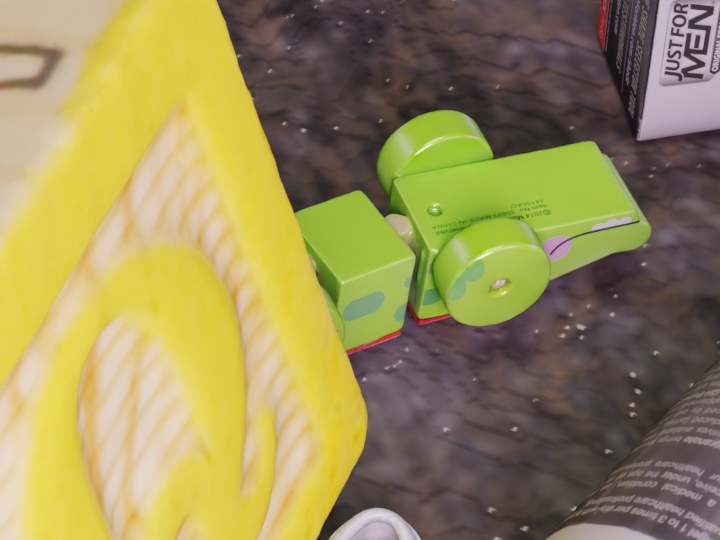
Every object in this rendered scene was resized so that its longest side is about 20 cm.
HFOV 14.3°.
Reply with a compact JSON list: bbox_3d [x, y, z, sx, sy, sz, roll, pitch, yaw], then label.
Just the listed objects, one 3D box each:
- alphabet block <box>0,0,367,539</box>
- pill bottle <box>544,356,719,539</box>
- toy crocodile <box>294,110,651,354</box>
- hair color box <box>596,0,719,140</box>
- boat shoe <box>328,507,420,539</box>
[{"bbox_3d":[-0.140,0.037,0.777,0.200,0.195,0.196,6,49,27],"label":"alphabet block"},{"bbox_3d":[0.112,0.095,0.816,0.111,0.111,0.200,32,56,24],"label":"pill bottle"},{"bbox_3d":[0.000,0.000,0.934,0.200,0.062,0.068,-16,51,-21],"label":"toy crocodile"},{"bbox_3d":[0.189,-0.112,1.002,0.200,0.102,0.061,-9,51,-10],"label":"hair color box"},{"bbox_3d":[-0.016,0.160,0.786,0.074,0.065,0.202,12,50,9],"label":"boat shoe"}]
